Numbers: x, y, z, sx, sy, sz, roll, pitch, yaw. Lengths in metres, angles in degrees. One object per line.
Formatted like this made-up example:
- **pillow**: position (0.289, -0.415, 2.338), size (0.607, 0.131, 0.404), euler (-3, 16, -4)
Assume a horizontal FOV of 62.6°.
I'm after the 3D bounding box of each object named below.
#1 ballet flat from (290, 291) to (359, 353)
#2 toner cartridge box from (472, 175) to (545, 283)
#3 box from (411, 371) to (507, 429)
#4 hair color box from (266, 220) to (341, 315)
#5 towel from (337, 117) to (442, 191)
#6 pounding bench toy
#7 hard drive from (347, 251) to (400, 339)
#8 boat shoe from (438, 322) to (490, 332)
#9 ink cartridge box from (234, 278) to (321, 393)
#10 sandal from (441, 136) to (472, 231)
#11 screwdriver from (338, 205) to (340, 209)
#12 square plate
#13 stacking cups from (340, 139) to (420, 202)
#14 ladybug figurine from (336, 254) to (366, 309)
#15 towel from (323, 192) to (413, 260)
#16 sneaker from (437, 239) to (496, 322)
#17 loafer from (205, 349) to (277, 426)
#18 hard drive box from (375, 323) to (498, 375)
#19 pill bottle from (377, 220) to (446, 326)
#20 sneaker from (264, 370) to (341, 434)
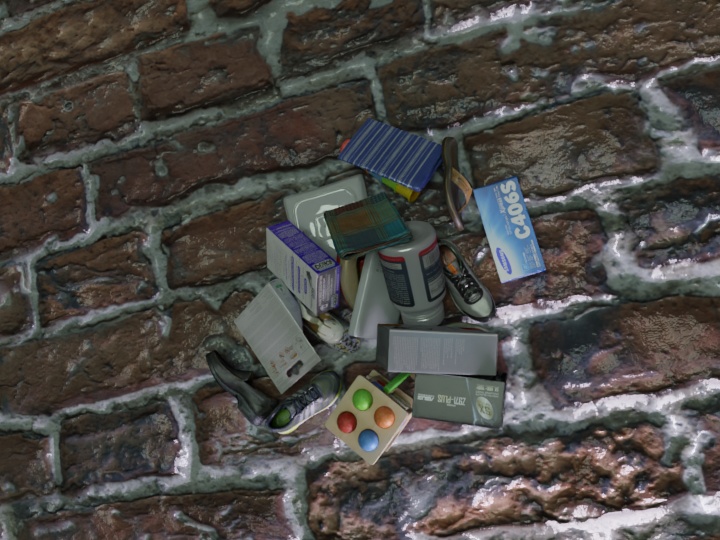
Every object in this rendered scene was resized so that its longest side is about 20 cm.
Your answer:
- **ballet flat**: position (-0.091, 0.115, 1.294), size (0.200, 0.072, 0.072), euler (37, 95, 14)
- **toner cartridge box**: position (0.305, -0.084, 1.220), size (0.094, 0.043, 0.202), euler (-18, 81, 14)
- **box**: position (0.196, 0.237, 1.139), size (0.162, 0.200, 0.087), euler (5, 86, 15)
- **hair color box**: position (-0.124, -0.009, 1.255), size (0.200, 0.064, 0.110), euler (42, 140, 38)
- **towel**: position (0.071, -0.249, 1.273), size (0.199, 0.024, 0.145), euler (25, 58, 16)
- **pounding bench toy**: position (0.045, 0.262, 1.200), size (0.124, 0.156, 0.201), euler (35, 94, 15)
- **hard drive**: position (0.046, 0.043, 1.235), size (0.027, 0.131, 0.202), euler (11, 87, 43)
- **boat shoe**: position (0.174, 0.147, 1.226), size (0.198, 0.062, 0.075), euler (-6, 89, -1)
- **ink cartridge box**: position (-0.174, 0.144, 1.294), size (0.161, 0.050, 0.201), euler (-43, 79, 34)
- **sandal**: position (0.207, -0.185, 1.239), size (0.054, 0.082, 0.202), euler (-6, 76, 23)
- **screwdriver**: position (-0.039, -0.041, 1.289), size (0.029, 0.028, 0.202), euler (-3, 101, 40)
- **square plate**: position (-0.068, -0.097, 1.327), size (0.197, 0.028, 0.202), euler (-15, 82, 13)
- **stacking cups**: position (0.042, -0.220, 1.296), size (0.199, 0.060, 0.061), euler (32, 93, 18)
- **ladybug figurine**: position (0.000, 0.000, 1.250), size (0.072, 0.135, 0.202), euler (11, 114, 43)
- **towel**: position (0.008, -0.093, 1.180), size (0.146, 0.200, 0.022), euler (-18, 123, -4)
- **sneaker**: position (0.205, 0.022, 1.220), size (0.074, 0.079, 0.201), euler (-36, 79, 7)
- **loafer**: position (-0.268, 0.250, 1.333), size (0.072, 0.073, 0.200), euler (-42, 86, -1)
- **hard drive box**: position (0.137, 0.146, 1.112), size (0.198, 0.156, 0.078), euler (4, 88, -7)
- **pill bottle**: position (0.108, 0.014, 1.187), size (0.119, 0.120, 0.201), euler (-7, 120, 14)
- **sneaker**: position (-0.124, 0.290, 1.280), size (0.200, 0.081, 0.074), euler (-42, 77, 8)
